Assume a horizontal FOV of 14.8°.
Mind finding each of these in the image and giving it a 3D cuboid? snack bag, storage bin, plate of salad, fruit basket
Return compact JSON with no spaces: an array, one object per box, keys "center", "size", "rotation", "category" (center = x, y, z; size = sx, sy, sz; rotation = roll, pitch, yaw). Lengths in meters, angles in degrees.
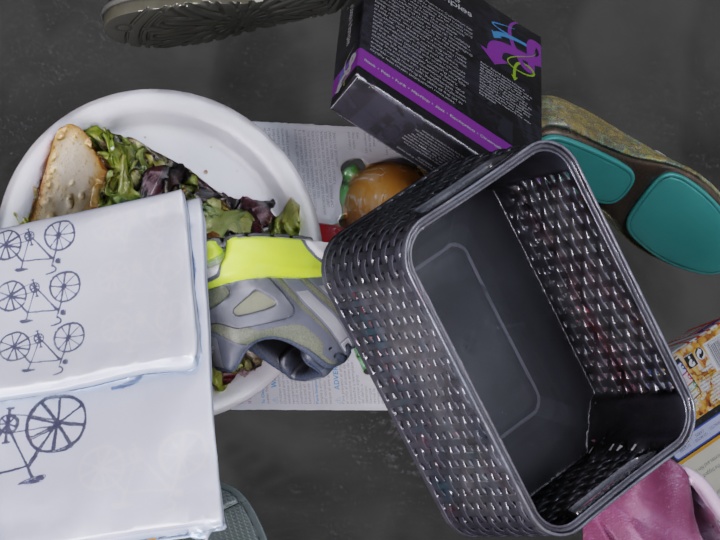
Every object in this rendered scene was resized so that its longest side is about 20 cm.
[{"center":[-0.170,0.065,1.526],"size":[0.021,0.188,0.201],"rotation":[50,32,-65],"category":"snack bag"},{"center":[0.085,0.041,1.589],"size":[0.135,0.094,0.200],"rotation":[-34,102,-30],"category":"storage bin"},{"center":[-0.115,-0.011,1.635],"size":[0.199,0.048,0.201],"rotation":[3,79,-17],"category":"plate of salad"},{"center":[0.000,0.000,1.729],"size":[0.199,0.094,0.186],"rotation":[-1,74,-19],"category":"fruit basket"}]

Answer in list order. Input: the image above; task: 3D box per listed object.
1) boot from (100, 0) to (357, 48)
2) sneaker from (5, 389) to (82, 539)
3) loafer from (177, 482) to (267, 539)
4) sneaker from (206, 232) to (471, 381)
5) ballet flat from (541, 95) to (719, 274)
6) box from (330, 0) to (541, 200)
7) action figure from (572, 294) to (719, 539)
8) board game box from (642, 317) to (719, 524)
[{"center":[-0.098,-0.247,1.736],"size":[0.181,0.073,0.201],"rotation":[-11,77,-22],"category":"boot"},{"center":[-0.156,0.095,1.582],"size":[0.085,0.074,0.201],"rotation":[32,76,-35],"category":"sneaker"},{"center":[-0.076,0.217,1.528],"size":[0.072,0.063,0.201],"rotation":[-6,60,-9],"category":"loafer"},{"center":[-0.017,0.024,1.621],"size":[0.199,0.074,0.081],"rotation":[0,81,-30],"category":"sneaker"},{"center":[0.180,-0.063,1.880],"size":[0.200,0.071,0.071],"rotation":[26,62,-28],"category":"ballet flat"},{"center":[0.051,-0.126,1.761],"size":[0.143,0.036,0.200],"rotation":[32,31,-16],"category":"box"},{"center":[0.164,0.108,1.718],"size":[0.148,0.134,0.201],"rotation":[-13,77,4],"category":"action figure"},{"center":[0.233,0.151,1.851],"size":[0.151,0.046,0.201],"rotation":[-28,92,-38],"category":"board game box"}]
